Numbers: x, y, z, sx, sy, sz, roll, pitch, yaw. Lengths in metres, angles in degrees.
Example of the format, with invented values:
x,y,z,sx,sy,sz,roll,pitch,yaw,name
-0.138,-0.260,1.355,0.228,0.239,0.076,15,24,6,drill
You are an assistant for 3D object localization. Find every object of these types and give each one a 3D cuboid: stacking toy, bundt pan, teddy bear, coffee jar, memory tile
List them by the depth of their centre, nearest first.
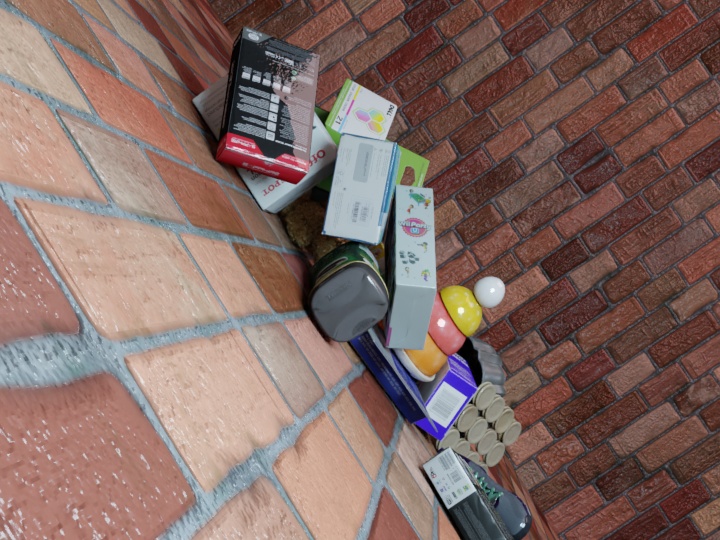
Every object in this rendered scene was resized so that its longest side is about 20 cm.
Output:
x,y,z,sx,sy,sz,roll,pitch,yaw,name
-0.018,0.026,1.195,0.086,0.104,0.200,55,5,-11,coffee jar
0.146,0.074,1.421,0.146,0.199,0.147,50,19,-24,stacking toy
-0.070,-0.076,1.437,0.144,0.067,0.202,-9,66,-44,teddy bear
0.212,0.293,1.565,0.017,0.154,0.200,31,-14,43,memory tile
0.206,0.220,1.661,0.075,0.204,0.203,9,29,-25,bundt pan

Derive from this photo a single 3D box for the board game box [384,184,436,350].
x,y,z,sx,sy,sz,roll,pitch,yaw,name
0.073,-0.005,1.335,0.149,0.063,0.202,98,-4,-48,board game box

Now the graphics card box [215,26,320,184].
x,y,z,sx,sy,sz,roll,pitch,yaw,name
-0.127,-0.230,1.233,0.124,0.051,0.203,14,65,-23,graphics card box

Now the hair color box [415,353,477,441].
x,y,z,sx,sy,sz,roll,pitch,yaw,name
0.140,0.206,1.522,0.064,0.110,0.200,34,8,-5,hair color box

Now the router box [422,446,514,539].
x,y,z,sx,sy,sz,roll,pitch,yaw,name
0.167,0.350,1.223,0.201,0.051,0.149,58,3,22,router box

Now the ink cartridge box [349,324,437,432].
x,y,z,sx,sy,sz,roll,pitch,yaw,name
0.033,0.139,1.366,0.199,0.047,0.200,56,6,-26,ink cartridge box

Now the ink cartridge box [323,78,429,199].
x,y,z,sx,sy,sz,roll,pitch,yaw,name
0.033,-0.215,1.493,0.198,0.076,0.149,27,44,-7,ink cartridge box

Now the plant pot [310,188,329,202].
x,y,z,sx,sy,sz,roll,pitch,yaw,name
-0.074,-0.175,1.582,0.187,0.200,0.200,40,9,-17,plant pot

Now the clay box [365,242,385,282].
x,y,z,sx,sy,sz,roll,pitch,yaw,name
0.000,0.000,1.534,0.048,0.114,0.200,54,5,-26,clay box

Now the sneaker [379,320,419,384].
x,y,z,sx,sy,sz,roll,pitch,yaw,name
0.054,0.114,1.542,0.201,0.077,0.112,56,3,-4,sneaker

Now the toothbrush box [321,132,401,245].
x,y,z,sx,sy,sz,roll,pitch,yaw,name
0.006,-0.119,1.320,0.084,0.149,0.200,11,4,3,toothbrush box

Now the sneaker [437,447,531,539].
x,y,z,sx,sy,sz,roll,pitch,yaw,name
0.180,0.343,1.352,0.087,0.075,0.200,42,-5,-26,sneaker

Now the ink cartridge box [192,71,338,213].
x,y,z,sx,sy,sz,roll,pitch,yaw,name
-0.136,-0.210,1.339,0.201,0.145,0.083,56,4,3,ink cartridge box

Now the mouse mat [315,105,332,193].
x,y,z,sx,sy,sz,roll,pitch,yaw,name
-0.059,-0.204,1.487,0.159,0.008,0.202,22,46,-14,mouse mat
